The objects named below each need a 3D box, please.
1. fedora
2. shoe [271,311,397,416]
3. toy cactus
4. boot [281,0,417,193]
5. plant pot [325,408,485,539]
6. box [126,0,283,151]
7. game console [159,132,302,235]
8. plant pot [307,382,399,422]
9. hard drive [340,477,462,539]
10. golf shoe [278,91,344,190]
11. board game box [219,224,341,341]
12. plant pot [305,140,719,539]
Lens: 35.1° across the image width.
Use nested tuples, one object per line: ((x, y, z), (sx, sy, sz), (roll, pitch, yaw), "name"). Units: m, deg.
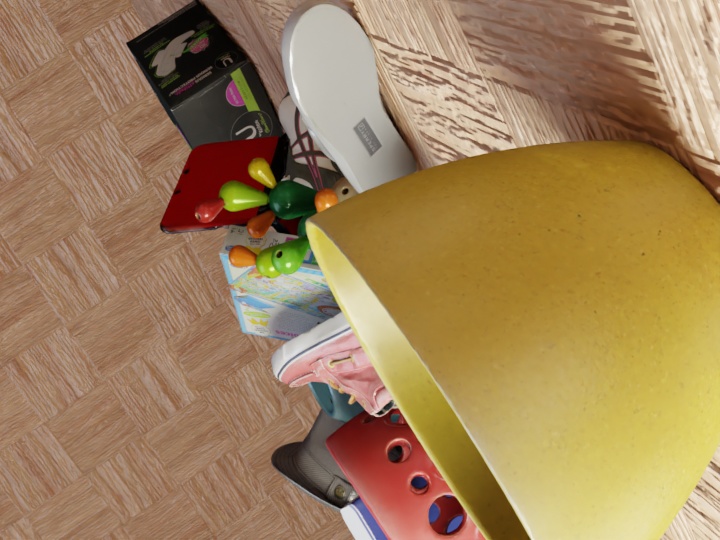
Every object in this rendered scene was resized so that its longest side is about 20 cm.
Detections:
((0.003, 0.209, 1.299), (0.198, 0.092, 0.176), (29, -164, 28), "fedora")
((-0.007, 0.090, 1.009), (0.199, 0.071, 0.092), (-33, 72, 47), "shoe")
((-0.030, -0.053, 0.983), (0.197, 0.165, 0.104), (13, 124, 31), "toy cactus")
((-0.027, -0.136, 0.878), (0.095, 0.073, 0.201), (42, 166, 42), "boot")
((0.092, 0.190, 1.048), (0.202, 0.181, 0.201), (56, 173, 10), "plant pot")
((-0.211, -0.245, 1.556), (0.201, 0.123, 0.149), (53, 173, 45), "box")
((-0.102, -0.061, 1.227), (0.173, 0.118, 0.201), (48, -156, -22), "game console")
((0.008, 0.089, 1.240), (0.201, 0.133, 0.202), (54, 159, 31), "plant pot")
((0.076, 0.261, 1.205), (0.025, 0.199, 0.133), (-34, 86, 40), "hard drive")
((-0.050, -0.111, 1.137), (0.201, 0.087, 0.078), (53, 175, 44), "golf shoe")
((-0.024, 0.026, 1.056), (0.196, 0.035, 0.135), (10, 146, 11), "board game box")
((0.087, 0.027, 0.488), (0.202, 0.141, 0.200), (57, 173, 10), "plant pot")
